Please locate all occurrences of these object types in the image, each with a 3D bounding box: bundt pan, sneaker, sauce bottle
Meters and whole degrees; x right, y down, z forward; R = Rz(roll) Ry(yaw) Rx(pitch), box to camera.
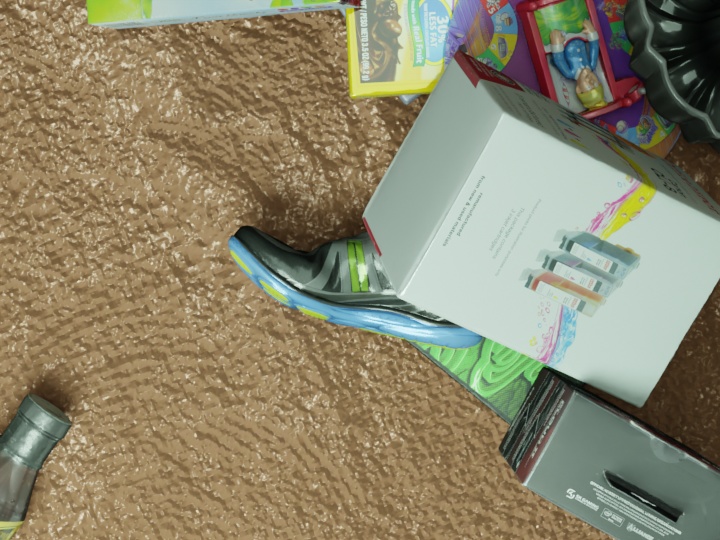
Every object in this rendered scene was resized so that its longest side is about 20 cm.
[{"bbox_3d":[0.273,-0.170,1.457,0.200,0.076,0.204,4,78,-17],"label":"bundt pan"},{"bbox_3d":[0.000,0.000,1.493,0.198,0.071,0.084,14,86,-4],"label":"sneaker"},{"bbox_3d":[-0.285,0.183,1.507,0.066,0.066,0.201,35,94,0],"label":"sauce bottle"}]

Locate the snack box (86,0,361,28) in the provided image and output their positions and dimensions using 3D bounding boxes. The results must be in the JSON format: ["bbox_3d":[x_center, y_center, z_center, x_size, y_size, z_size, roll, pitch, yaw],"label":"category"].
[{"bbox_3d":[-0.102,-0.253,1.470,0.198,0.053,0.144,-2,93,19],"label":"snack box"}]

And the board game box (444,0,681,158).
[{"bbox_3d":[0.161,-0.150,1.469,0.199,0.039,0.159,28,85,-18],"label":"board game box"}]

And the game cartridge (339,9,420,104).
[{"bbox_3d":[0.027,-0.241,1.505,0.129,0.038,0.201,-36,91,6],"label":"game cartridge"}]

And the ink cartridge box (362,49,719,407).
[{"bbox_3d":[0.129,-0.028,1.397,0.199,0.145,0.145,25,105,-20],"label":"ink cartridge box"}]

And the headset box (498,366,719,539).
[{"bbox_3d":[0.184,0.142,1.425,0.148,0.200,0.078,29,93,-3],"label":"headset box"}]

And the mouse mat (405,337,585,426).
[{"bbox_3d":[0.131,0.003,1.522,0.161,0.008,0.201,38,93,0],"label":"mouse mat"}]

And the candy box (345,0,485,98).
[{"bbox_3d":[0.037,-0.228,1.476,0.101,0.026,0.202,-3,92,-2],"label":"candy box"}]
